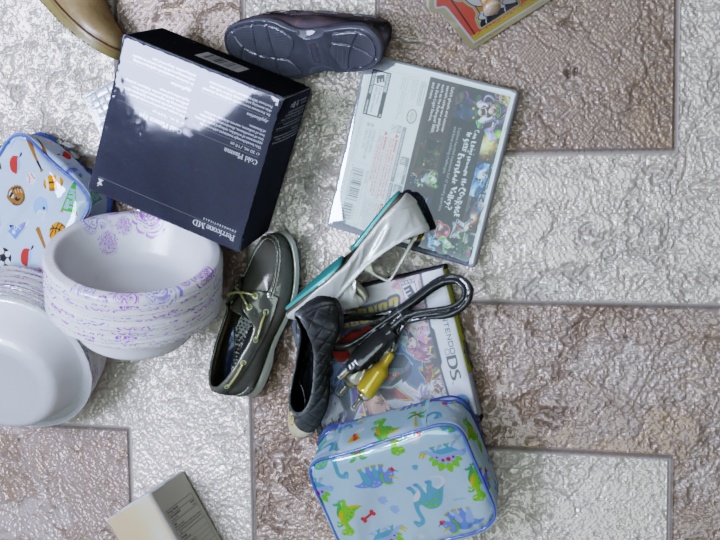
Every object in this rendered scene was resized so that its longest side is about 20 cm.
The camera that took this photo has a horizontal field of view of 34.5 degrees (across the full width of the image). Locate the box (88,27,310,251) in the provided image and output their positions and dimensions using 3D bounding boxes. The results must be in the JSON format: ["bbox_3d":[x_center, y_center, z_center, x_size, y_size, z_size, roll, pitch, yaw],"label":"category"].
[{"bbox_3d":[-0.183,-0.151,1.313,0.197,0.104,0.184,23,109,8],"label":"box"}]

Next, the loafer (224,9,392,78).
[{"bbox_3d":[-0.057,-0.261,1.316,0.197,0.063,0.073,6,126,23],"label":"loafer"}]

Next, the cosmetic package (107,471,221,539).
[{"bbox_3d":[-0.210,0.356,1.392,0.071,0.105,0.202,-31,86,16],"label":"cosmetic package"}]

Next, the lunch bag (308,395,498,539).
[{"bbox_3d":[0.051,0.239,1.309,0.197,0.083,0.163,-19,109,17],"label":"lunch bag"}]

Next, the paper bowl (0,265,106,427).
[{"bbox_3d":[-0.410,0.104,1.377,0.197,0.105,0.203,5,124,7],"label":"paper bowl"}]

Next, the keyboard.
[{"bbox_3d":[-0.269,-0.133,1.403,0.056,0.011,0.202,-26,89,16],"label":"keyboard"}]

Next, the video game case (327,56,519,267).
[{"bbox_3d":[0.069,-0.125,1.309,0.179,0.023,0.203,16,99,13],"label":"video game case"}]

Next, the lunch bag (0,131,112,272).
[{"bbox_3d":[-0.403,-0.067,1.414,0.160,0.075,0.201,40,105,10],"label":"lunch bag"}]

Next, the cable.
[{"bbox_3d":[0.036,0.062,1.313,0.199,0.050,0.098,-40,68,4],"label":"cable"}]

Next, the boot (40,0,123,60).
[{"bbox_3d":[-0.294,-0.376,1.356,0.175,0.066,0.201,41,103,7],"label":"boot"}]

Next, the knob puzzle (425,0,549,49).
[{"bbox_3d":[0.154,-0.314,1.178,0.218,0.219,0.031,-30,61,15],"label":"knob puzzle"}]

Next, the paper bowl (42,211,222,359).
[{"bbox_3d":[-0.255,0.023,1.309,0.197,0.201,0.106,13,122,13],"label":"paper bowl"}]

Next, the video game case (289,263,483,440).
[{"bbox_3d":[0.027,0.103,1.342,0.197,0.025,0.184,-13,93,16],"label":"video game case"}]

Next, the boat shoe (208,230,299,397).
[{"bbox_3d":[-0.126,0.051,1.350,0.072,0.060,0.205,25,103,41],"label":"boat shoe"}]

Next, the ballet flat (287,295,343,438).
[{"bbox_3d":[-0.063,0.109,1.301,0.067,0.056,0.202,50,140,42],"label":"ballet flat"}]

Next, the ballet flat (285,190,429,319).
[{"bbox_3d":[0.000,0.000,1.299,0.070,0.069,0.200,46,102,6],"label":"ballet flat"}]
